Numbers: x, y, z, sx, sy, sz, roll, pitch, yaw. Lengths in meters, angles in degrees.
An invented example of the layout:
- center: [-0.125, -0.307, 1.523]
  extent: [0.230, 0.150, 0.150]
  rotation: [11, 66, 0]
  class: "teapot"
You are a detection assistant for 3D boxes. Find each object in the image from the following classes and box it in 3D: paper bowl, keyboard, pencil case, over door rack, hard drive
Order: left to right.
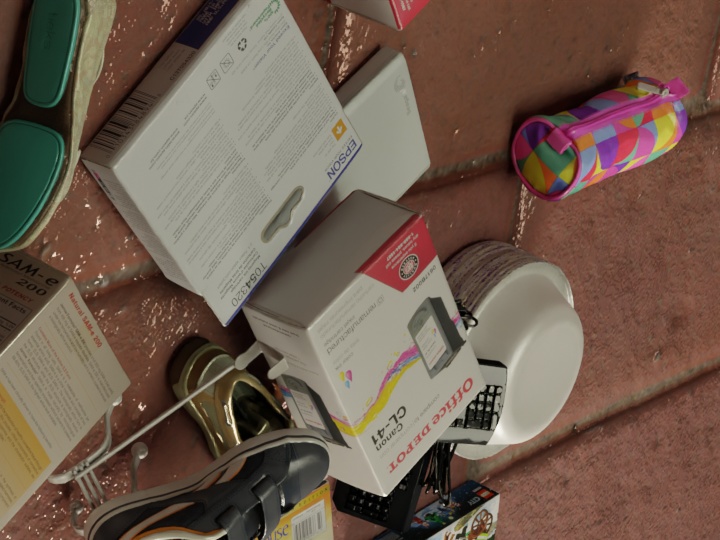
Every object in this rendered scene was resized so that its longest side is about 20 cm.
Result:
- center: [-0.138, 0.145, 1.665]
  extent: [0.200, 0.067, 0.148]
  rotation: [-27, 135, -8]
  class: "over door rack"
- center: [-0.022, -0.074, 1.760]
  extent: [0.200, 0.026, 0.132]
  rotation: [-46, 141, -27]
  class: "hard drive"
- center: [0.039, 0.082, 1.856]
  extent: [0.199, 0.021, 0.128]
  rotation: [7, 87, -26]
  class: "keyboard"
- center: [0.044, 0.138, 1.907]
  extent: [0.040, 0.104, 0.201]
  rotation: [-47, 153, -75]
  class: "keyboard"
- center: [0.131, 0.081, 1.997]
  extent: [0.201, 0.104, 0.201]
  rotation: [-33, 136, -40]
  class: "paper bowl"
- center: [0.228, -0.129, 2.023]
  extent: [0.200, 0.088, 0.089]
  rotation: [-26, 130, -45]
  class: "pencil case"

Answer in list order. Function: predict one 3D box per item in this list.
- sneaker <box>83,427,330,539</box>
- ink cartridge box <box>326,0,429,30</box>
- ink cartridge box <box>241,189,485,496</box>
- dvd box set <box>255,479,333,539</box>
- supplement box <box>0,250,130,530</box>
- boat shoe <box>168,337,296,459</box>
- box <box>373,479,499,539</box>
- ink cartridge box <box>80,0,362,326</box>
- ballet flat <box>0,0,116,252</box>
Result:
- center: [-0.104, 0.191, 1.622]
  extent: [0.200, 0.079, 0.079]
  rotation: [-23, 133, -15]
  class: "sneaker"
- center: [0.045, -0.310, 1.655]
  extent: [0.200, 0.084, 0.145]
  rotation: [-49, 143, -23]
  class: "ink cartridge box"
- center: [0.006, 0.059, 1.735]
  extent: [0.148, 0.086, 0.200]
  rotation: [-46, 132, -25]
  class: "ink cartridge box"
- center: [-0.077, 0.290, 1.807]
  extent: [0.146, 0.029, 0.201]
  rotation: [-27, 121, -43]
  class: "dvd box set"
- center: [-0.265, 0.099, 1.484]
  extent: [0.200, 0.073, 0.126]
  rotation: [-49, 143, -24]
  class: "supplement box"
- center: [-0.086, 0.130, 1.748]
  extent: [0.072, 0.076, 0.200]
  rotation: [-58, 146, -13]
  class: "boat shoe"
- center: [0.057, 0.304, 2.085]
  extent: [0.200, 0.038, 0.137]
  rotation: [-25, 129, -45]
  class: "box"
- center: [-0.100, -0.092, 1.619]
  extent: [0.197, 0.043, 0.200]
  rotation: [-53, 141, -21]
  class: "ink cartridge box"
- center: [-0.207, -0.103, 1.454]
  extent: [0.062, 0.067, 0.201]
  rotation: [1, 109, -65]
  class: "ballet flat"
